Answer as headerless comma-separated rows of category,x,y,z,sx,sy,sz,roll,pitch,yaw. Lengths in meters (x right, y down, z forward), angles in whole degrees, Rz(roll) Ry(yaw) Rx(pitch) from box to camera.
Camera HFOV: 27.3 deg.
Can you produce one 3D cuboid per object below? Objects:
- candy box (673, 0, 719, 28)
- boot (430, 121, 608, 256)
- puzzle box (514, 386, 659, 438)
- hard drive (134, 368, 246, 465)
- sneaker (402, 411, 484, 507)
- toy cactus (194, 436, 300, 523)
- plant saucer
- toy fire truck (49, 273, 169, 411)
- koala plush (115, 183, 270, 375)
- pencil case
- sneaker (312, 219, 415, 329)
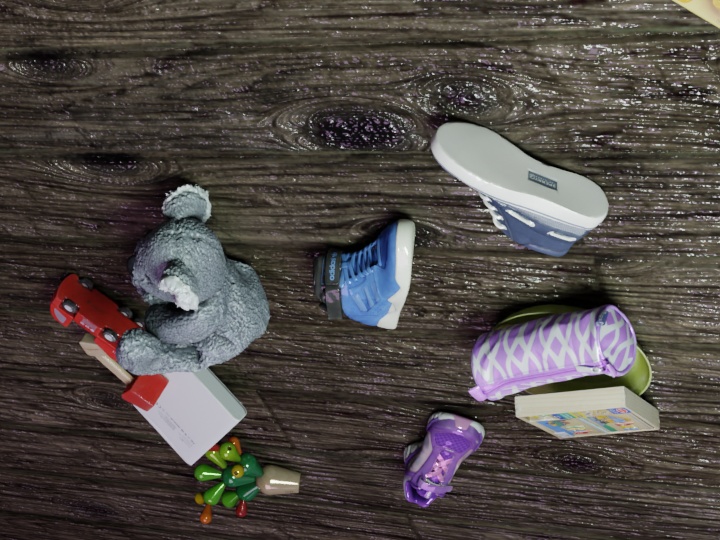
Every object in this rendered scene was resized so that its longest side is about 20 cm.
candy box,0.262,-0.278,1.186,0.199,0.056,0.115,26,146,-12
boot,0.148,-0.076,1.522,0.198,0.073,0.090,25,141,-11
puzzle box,0.276,0.172,1.781,0.132,0.026,0.200,-9,164,22
hard drive,-0.247,0.194,2.113,0.132,0.026,0.200,47,144,1
sneaker,0.108,0.264,2.028,0.080,0.089,0.201,23,146,-5
toy cactus,-0.174,0.320,2.260,0.163,0.103,0.201,5,136,1
plant saucer,0.249,0.097,1.766,0.198,0.031,0.201,13,147,8
toy fire truck,-0.341,0.098,2.017,0.199,0.049,0.141,36,146,-7
koala plush,-0.202,0.007,1.744,0.182,0.179,0.201,2,145,3
pencil case,0.217,0.097,1.676,0.199,0.086,0.084,-16,135,43
sneaker,0.000,0.001,1.704,0.110,0.078,0.200,9,154,-3
